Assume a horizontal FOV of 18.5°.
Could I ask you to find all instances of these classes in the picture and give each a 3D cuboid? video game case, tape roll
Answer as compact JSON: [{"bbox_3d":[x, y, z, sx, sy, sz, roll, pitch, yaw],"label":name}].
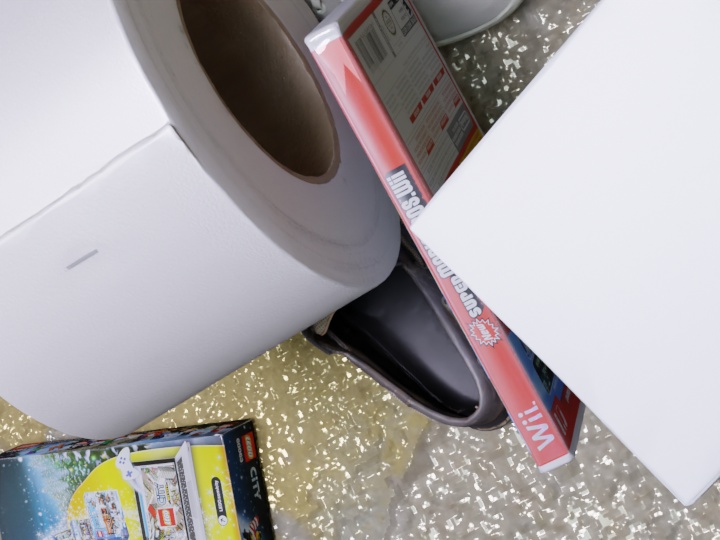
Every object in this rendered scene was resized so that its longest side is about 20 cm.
[{"bbox_3d":[0.043,-0.027,0.936,0.017,0.143,0.201,-26,100,16],"label":"video game case"},{"bbox_3d":[-0.095,-0.049,0.930,0.139,0.203,0.203,-31,86,21],"label":"tape roll"}]

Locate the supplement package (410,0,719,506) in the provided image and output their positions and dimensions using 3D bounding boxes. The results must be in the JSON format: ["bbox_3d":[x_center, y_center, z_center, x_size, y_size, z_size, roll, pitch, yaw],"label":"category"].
[{"bbox_3d":[0.149,-0.031,0.881,0.151,0.200,0.152,45,111,10],"label":"supplement package"}]

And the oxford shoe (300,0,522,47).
[{"bbox_3d":[-0.018,-0.137,1.014,0.199,0.058,0.076,4,96,20],"label":"oxford shoe"}]

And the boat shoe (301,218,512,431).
[{"bbox_3d":[0.000,0.000,1.018,0.200,0.073,0.075,35,110,14],"label":"boat shoe"}]

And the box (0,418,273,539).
[{"bbox_3d":[-0.104,0.181,1.110,0.136,0.038,0.201,-7,95,24],"label":"box"}]
